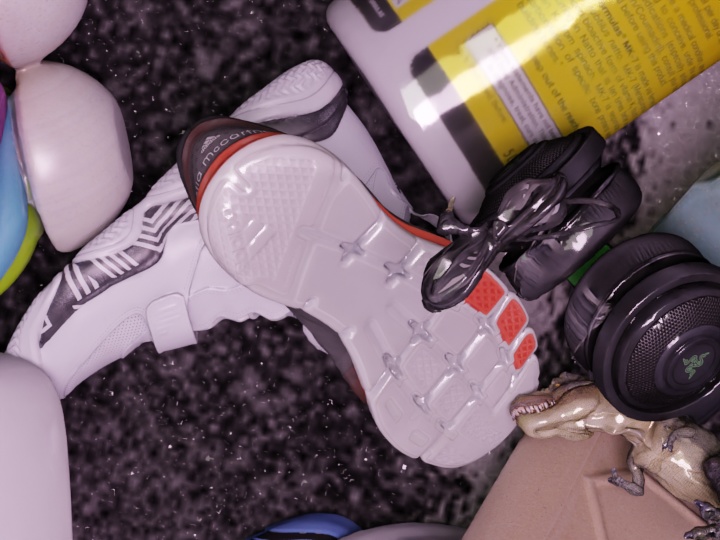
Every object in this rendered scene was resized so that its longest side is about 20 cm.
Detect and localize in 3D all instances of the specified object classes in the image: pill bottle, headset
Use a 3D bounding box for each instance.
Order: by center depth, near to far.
[{"bbox_3d":[0.082,0.007,0.835,0.094,0.200,0.124,-41,67,1],"label":"headset"},{"bbox_3d":[0.096,-0.119,0.918,0.200,0.114,0.115,-34,92,3],"label":"pill bottle"}]

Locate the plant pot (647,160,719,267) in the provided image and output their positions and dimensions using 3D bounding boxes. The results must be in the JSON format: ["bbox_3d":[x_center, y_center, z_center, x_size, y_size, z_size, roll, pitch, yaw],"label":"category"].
[{"bbox_3d":[0.235,0.003,0.891,0.196,0.200,0.200,45,93,6],"label":"plant pot"}]

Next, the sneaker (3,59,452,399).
[{"bbox_3d":[-0.056,0.013,0.945,0.200,0.075,0.115,-43,89,0],"label":"sneaker"}]

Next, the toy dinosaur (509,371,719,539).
[{"bbox_3d":[0.155,0.100,0.884,0.199,0.088,0.048,31,111,-12],"label":"toy dinosaur"}]

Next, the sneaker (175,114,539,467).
[{"bbox_3d":[0.000,0.000,0.877,0.077,0.082,0.200,-43,127,-1],"label":"sneaker"}]

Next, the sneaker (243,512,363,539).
[{"bbox_3d":[-0.078,0.178,0.953,0.200,0.078,0.070,-35,92,3],"label":"sneaker"}]

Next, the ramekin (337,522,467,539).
[{"bbox_3d":[0.039,0.208,0.910,0.199,0.098,0.202,1,86,-20],"label":"ramekin"}]

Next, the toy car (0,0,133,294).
[{"bbox_3d":[-0.192,-0.066,0.895,0.174,0.150,0.201,-11,109,1],"label":"toy car"}]

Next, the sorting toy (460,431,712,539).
[{"bbox_3d":[0.128,0.153,0.867,0.200,0.185,0.037,35,121,3],"label":"sorting toy"}]

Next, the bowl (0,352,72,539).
[{"bbox_3d":[-0.222,0.130,0.915,0.199,0.075,0.201,-2,86,27],"label":"bowl"}]
